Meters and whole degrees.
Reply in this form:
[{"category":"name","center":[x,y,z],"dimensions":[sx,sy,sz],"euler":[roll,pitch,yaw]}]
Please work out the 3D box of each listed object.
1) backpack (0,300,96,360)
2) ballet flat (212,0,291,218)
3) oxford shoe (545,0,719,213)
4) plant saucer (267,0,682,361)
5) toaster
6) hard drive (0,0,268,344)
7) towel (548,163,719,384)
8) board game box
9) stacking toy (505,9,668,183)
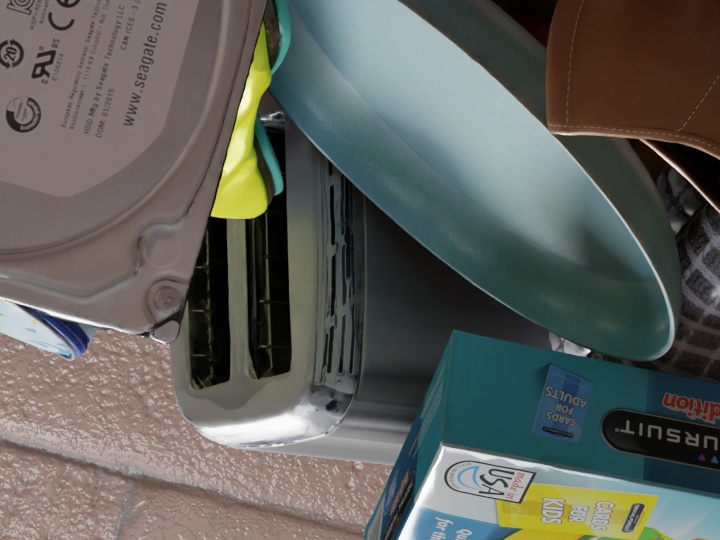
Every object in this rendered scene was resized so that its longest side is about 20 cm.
[{"category":"backpack","center":[-0.162,-0.045,1.225],"dimensions":[0.183,0.147,0.200],"euler":[23,172,39]},{"category":"ballet flat","center":[-0.063,-0.057,0.829],"dimensions":[0.067,0.067,0.200],"euler":[-26,169,-10]},{"category":"oxford shoe","center":[0.132,-0.035,0.674],"dimensions":[0.200,0.071,0.071],"euler":[16,178,-23]},{"category":"plant saucer","center":[0.030,-0.048,0.808],"dimensions":[0.200,0.027,0.200],"euler":[40,168,10]},{"category":"toaster","center":[0.000,0.000,0.977],"dimensions":[0.129,0.201,0.114],"euler":[6,169,-41]},{"category":"hard drive","center":[-0.126,-0.072,0.653],"dimensions":[0.200,0.140,0.038],"euler":[16,178,-17]},{"category":"towel","center":[0.182,0.031,0.887],"dimensions":[0.200,0.086,0.166],"euler":[14,144,-11]},{"category":"board game box","center":[0.110,0.095,0.883],"dimensions":[0.199,0.047,0.151],"euler":[11,147,-5]},{"category":"stacking toy","center":[0.099,-0.045,0.926],"dimensions":[0.085,0.086,0.200],"euler":[15,172,42]}]
